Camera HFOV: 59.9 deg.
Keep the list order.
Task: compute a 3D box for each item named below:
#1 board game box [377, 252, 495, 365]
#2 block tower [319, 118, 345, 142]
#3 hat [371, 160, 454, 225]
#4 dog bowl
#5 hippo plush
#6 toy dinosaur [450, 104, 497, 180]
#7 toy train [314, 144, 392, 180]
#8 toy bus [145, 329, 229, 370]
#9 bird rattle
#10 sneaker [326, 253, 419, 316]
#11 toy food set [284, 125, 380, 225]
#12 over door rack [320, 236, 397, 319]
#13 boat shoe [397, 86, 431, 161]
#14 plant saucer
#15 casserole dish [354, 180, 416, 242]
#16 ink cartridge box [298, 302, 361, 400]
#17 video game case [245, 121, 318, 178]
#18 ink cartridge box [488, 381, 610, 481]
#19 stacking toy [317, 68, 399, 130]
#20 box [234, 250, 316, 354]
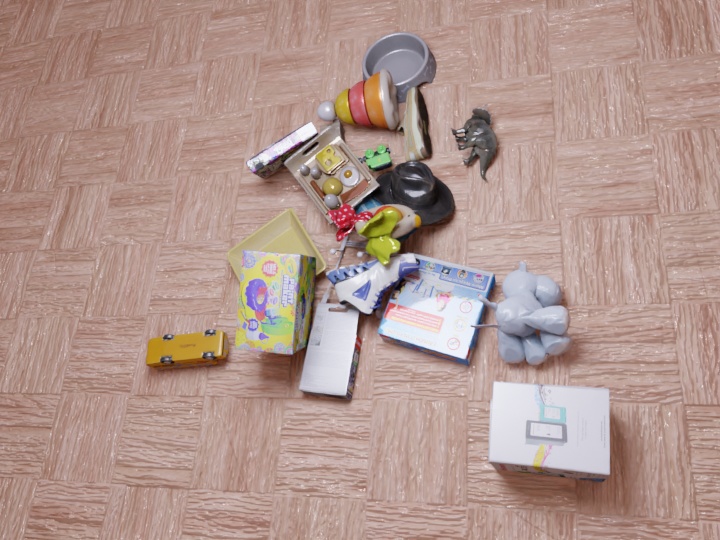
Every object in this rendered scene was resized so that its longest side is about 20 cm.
[{"bbox_3d":[0.164,0.079,1.334,0.200,0.056,0.196,15,73,22],"label":"board game box"},{"bbox_3d":[-0.062,-0.279,1.561,0.058,0.054,0.200,-11,64,11],"label":"block tower"},{"bbox_3d":[0.127,-0.196,1.417,0.200,0.081,0.201,5,45,-5],"label":"hat"},{"bbox_3d":[0.095,-0.532,1.622,0.200,0.059,0.201,-6,66,14],"label":"dog bowl"},{"bbox_3d":[0.326,0.084,1.259,0.200,0.160,0.161,13,40,6],"label":"hippo plush"},{"bbox_3d":[0.275,-0.308,1.460,0.102,0.077,0.200,-21,60,15],"label":"toy dinosaur"},{"bbox_3d":[-0.019,-0.239,1.479,0.200,0.042,0.057,-19,74,8],"label":"toy train"},{"bbox_3d":[-0.396,0.185,1.444,0.200,0.078,0.065,-8,64,14],"label":"toy bus"},{"bbox_3d":[0.036,-0.093,1.329,0.163,0.113,0.200,-22,23,-22],"label":"bird rattle"},{"bbox_3d":[0.034,0.034,1.333,0.199,0.081,0.115,-14,88,11],"label":"sneaker"},{"bbox_3d":[-0.067,-0.219,1.430,0.143,0.060,0.200,-38,71,5],"label":"toy food set"},{"bbox_3d":[0.000,0.000,1.413,0.147,0.067,0.200,7,69,20],"label":"over door rack"},{"bbox_3d":[0.123,-0.360,1.536,0.076,0.072,0.200,-16,61,27],"label":"boat shoe"},{"bbox_3d":[-0.194,-0.017,1.485,0.200,0.048,0.200,-35,61,4],"label":"plant saucer"},{"bbox_3d":[0.051,-0.144,1.443,0.121,0.039,0.200,-18,52,-18],"label":"casserole dish"},{"bbox_3d":[-0.058,0.174,1.364,0.109,0.050,0.200,3,67,19],"label":"ink cartridge box"},{"bbox_3d":[-0.182,-0.290,1.530,0.181,0.200,0.036,-32,94,1],"label":"video game case"},{"bbox_3d":[0.341,0.293,1.136,0.200,0.147,0.146,1,68,18],"label":"ink cartridge box"},{"bbox_3d":[-0.012,-0.405,1.530,0.199,0.146,0.146,-6,65,12],"label":"stacking toy"},{"bbox_3d":[-0.174,0.063,1.323,0.122,0.193,0.201,5,89,5],"label":"box"}]
